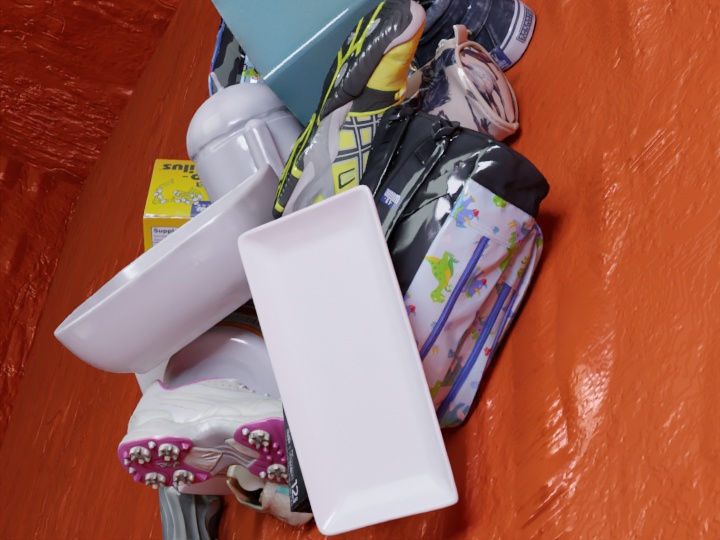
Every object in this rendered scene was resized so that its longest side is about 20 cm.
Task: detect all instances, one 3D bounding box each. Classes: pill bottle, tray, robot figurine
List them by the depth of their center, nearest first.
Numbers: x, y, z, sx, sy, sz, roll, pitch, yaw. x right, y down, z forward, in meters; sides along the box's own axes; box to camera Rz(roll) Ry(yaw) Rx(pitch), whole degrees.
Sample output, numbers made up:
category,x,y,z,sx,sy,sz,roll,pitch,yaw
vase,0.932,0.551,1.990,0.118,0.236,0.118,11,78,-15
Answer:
category,x,y,z,sx,sy,sz,roll,pitch,yaw
tray,-0.006,0.058,0.858,0.106,0.022,0.203,-19,84,29
pill bottle,-0.100,0.078,1.221,0.114,0.112,0.200,-61,0,17
robot figurine,-0.094,-0.092,1.301,0.112,0.202,0.170,-25,-3,-13

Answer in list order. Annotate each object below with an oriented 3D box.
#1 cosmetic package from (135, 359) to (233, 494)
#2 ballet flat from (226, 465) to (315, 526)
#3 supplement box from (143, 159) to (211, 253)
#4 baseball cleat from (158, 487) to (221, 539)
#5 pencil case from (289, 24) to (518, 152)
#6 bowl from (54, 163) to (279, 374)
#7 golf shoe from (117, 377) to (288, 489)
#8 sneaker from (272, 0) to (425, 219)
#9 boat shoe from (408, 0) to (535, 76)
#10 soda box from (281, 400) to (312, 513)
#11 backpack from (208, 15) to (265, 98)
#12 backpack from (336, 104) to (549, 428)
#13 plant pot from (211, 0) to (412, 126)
category,x,y,z,sx,sy,sz,roll,pitch,yaw
cosmetic package,-0.159,0.111,1.343,0.102,0.073,0.201,-54,44,31
ballet flat,-0.083,0.175,1.175,0.200,0.062,0.068,-12,59,70
supplement box,-0.168,-0.004,1.453,0.110,0.107,0.202,-91,4,-54
baseball cleat,-0.178,0.270,1.327,0.107,0.069,0.200,-61,18,17
pencil case,0.031,-0.108,1.078,0.199,0.077,0.090,-28,78,34
bowl,-0.140,0.006,1.125,0.199,0.075,0.200,-35,7,14
golf shoe,-0.091,0.117,1.079,0.092,0.197,0.076,-87,-6,-47
sneaker,0.004,-0.111,1.013,0.076,0.076,0.201,-84,20,-55
boat shoe,0.063,-0.195,1.162,0.200,0.090,0.072,-29,41,63
soda box,-0.018,0.077,1.017,0.063,0.070,0.202,-47,42,50
backpack,-0.067,-0.216,1.439,0.135,0.180,0.203,105,177,-76
backpack,0.037,0.010,0.927,0.201,0.153,0.163,-55,31,-6
plant pot,-0.005,-0.240,1.261,0.199,0.141,0.142,-39,50,6
